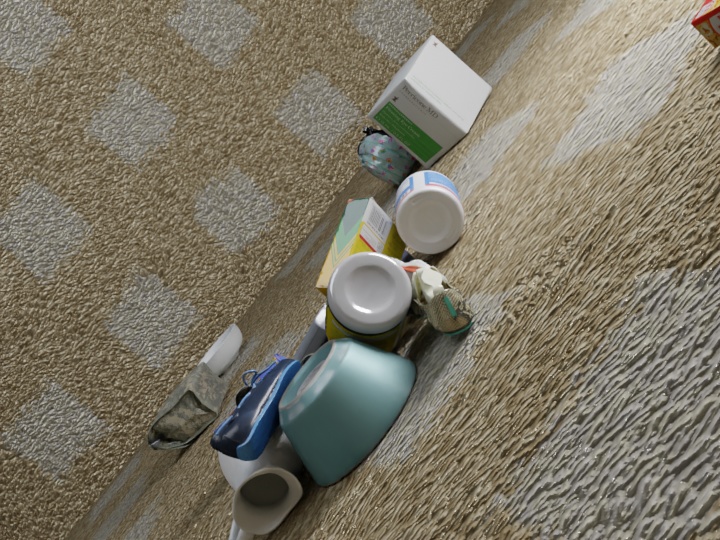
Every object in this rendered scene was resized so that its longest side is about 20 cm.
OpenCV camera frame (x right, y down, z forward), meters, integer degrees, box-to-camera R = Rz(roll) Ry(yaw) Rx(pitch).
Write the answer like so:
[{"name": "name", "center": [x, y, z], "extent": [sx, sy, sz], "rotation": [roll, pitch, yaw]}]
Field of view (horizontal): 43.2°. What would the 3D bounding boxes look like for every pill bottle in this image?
[{"name": "pill bottle", "center": [0.114, -0.106, 1.531], "extent": [0.112, 0.112, 0.200], "rotation": [-47, 10, 15]}, {"name": "pill bottle", "center": [0.006, 0.062, 1.267], "extent": [0.113, 0.112, 0.200], "rotation": [-53, -10, -21]}]

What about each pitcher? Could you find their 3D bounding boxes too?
[{"name": "pitcher", "center": [-0.146, 0.285, 1.256], "extent": [0.172, 0.121, 0.200], "rotation": [-60, 18, 16]}]

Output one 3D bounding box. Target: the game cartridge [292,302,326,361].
[{"name": "game cartridge", "center": [-0.057, 0.089, 1.654], "extent": [0.134, 0.041, 0.200], "rotation": [-65, -7, 31]}]

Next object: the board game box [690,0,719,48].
[{"name": "board game box", "center": [0.472, -0.342, 0.985], "extent": [0.152, 0.046, 0.200], "rotation": [-53, 10, -19]}]

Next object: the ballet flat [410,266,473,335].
[{"name": "ballet flat", "center": [0.098, 0.031, 1.181], "extent": [0.068, 0.076, 0.200], "rotation": [-27, 8, -3]}]

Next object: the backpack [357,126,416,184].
[{"name": "backpack", "center": [0.077, -0.294, 2.362], "extent": [0.200, 0.166, 0.127], "rotation": [-141, 72, -77]}]

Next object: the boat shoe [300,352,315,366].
[{"name": "boat shoe", "center": [-0.068, 0.171, 1.401], "extent": [0.062, 0.075, 0.200], "rotation": [-26, 5, -22]}]

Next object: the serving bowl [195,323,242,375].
[{"name": "serving bowl", "center": [-0.414, 0.256, 2.698], "extent": [0.200, 0.066, 0.200], "rotation": [-48, 10, 11]}]

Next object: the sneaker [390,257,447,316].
[{"name": "sneaker", "center": [0.059, 0.033, 1.374], "extent": [0.082, 0.077, 0.200], "rotation": [-58, 10, -12]}]

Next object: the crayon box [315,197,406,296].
[{"name": "crayon box", "center": [0.000, 0.000, 1.465], "extent": [0.051, 0.127, 0.201], "rotation": [0, 58, 36]}]

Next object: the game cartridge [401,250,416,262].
[{"name": "game cartridge", "center": [0.025, 0.051, 1.578], "extent": [0.200, 0.038, 0.130], "rotation": [-50, 14, 3]}]

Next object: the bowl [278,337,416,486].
[{"name": "bowl", "center": [-0.031, 0.166, 1.178], "extent": [0.201, 0.105, 0.201], "rotation": [-49, 9, 10]}]

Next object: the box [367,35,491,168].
[{"name": "box", "center": [0.165, -0.397, 2.145], "extent": [0.171, 0.199, 0.200], "rotation": [-39, 16, 48]}]

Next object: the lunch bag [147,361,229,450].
[{"name": "lunch bag", "center": [-0.442, 0.357, 2.290], "extent": [0.200, 0.118, 0.164], "rotation": [-42, 12, 15]}]

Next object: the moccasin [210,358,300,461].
[{"name": "moccasin", "center": [-0.137, 0.172, 1.209], "extent": [0.200, 0.068, 0.081], "rotation": [-50, -38, -62]}]

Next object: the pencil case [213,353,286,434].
[{"name": "pencil case", "center": [-0.181, 0.245, 1.630], "extent": [0.200, 0.078, 0.087], "rotation": [-52, -15, -8]}]
